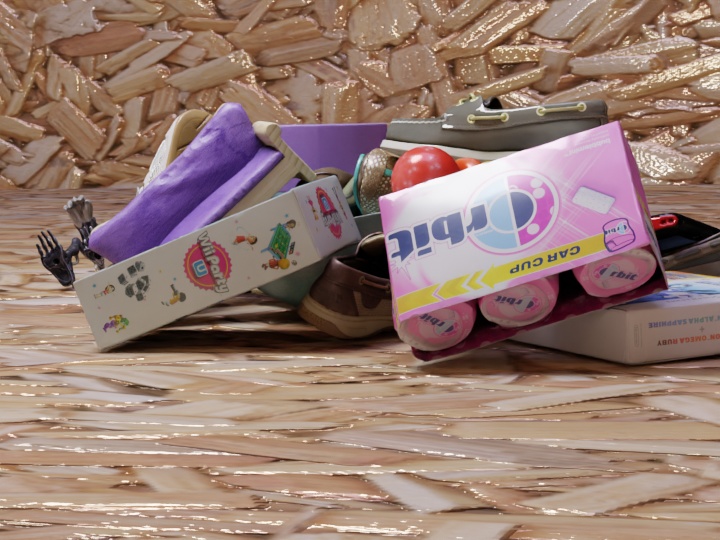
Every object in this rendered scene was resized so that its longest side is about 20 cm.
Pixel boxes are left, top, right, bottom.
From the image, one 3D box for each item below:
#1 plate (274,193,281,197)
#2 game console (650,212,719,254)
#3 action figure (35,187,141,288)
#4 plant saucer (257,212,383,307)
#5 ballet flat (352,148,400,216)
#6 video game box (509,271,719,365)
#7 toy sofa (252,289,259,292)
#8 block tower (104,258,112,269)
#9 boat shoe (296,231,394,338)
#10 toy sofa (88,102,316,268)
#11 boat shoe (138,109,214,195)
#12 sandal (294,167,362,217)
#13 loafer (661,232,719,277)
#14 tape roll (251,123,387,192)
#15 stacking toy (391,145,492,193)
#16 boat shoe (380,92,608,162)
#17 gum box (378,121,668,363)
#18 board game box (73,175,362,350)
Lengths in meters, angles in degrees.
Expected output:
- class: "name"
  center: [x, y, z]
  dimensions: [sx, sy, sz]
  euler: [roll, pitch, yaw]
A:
- class: "plate"
  center: [-0.035, -0.029, 2.004]
  dimensions: [0.200, 0.026, 0.200]
  euler: [23, 21, -9]
- class: "game console"
  center: [0.243, -0.020, 1.868]
  dimensions: [0.177, 0.031, 0.200]
  euler: [-10, -7, 21]
- class: "action figure"
  center: [-0.261, -0.038, 2.103]
  dimensions: [0.119, 0.102, 0.200]
  euler: [-12, 3, 19]
- class: "plant saucer"
  center: [0.000, 0.000, 1.734]
  dimensions: [0.201, 0.039, 0.201]
  euler: [-12, -16, -3]
- class: "ballet flat"
  center: [0.035, -0.052, 1.743]
  dimensions: [0.065, 0.071, 0.200]
  euler: [12, -11, 9]
- class: "video game box"
  center: [0.227, 0.034, 1.517]
  dimensions: [0.182, 0.047, 0.200]
  euler: [-2, 6, -27]
- class: "toy sofa"
  center: [-0.013, -0.025, 1.887]
  dimensions: [0.200, 0.083, 0.098]
  euler: [-3, -5, -28]
- class: "block tower"
  center: [-0.166, -0.001, 1.923]
  dimensions: [0.058, 0.054, 0.200]
  euler: [1, 6, 35]
- class: "boat shoe"
  center: [0.023, 0.005, 1.608]
  dimensions: [0.072, 0.072, 0.200]
  euler: [30, 20, 28]
- class: "toy sofa"
  center: [-0.144, -0.054, 1.729]
  dimensions: [0.200, 0.098, 0.083]
  euler: [-44, 12, -4]
- class: "boat shoe"
  center: [-0.177, -0.049, 1.822]
  dimensions: [0.071, 0.200, 0.069]
  euler: [24, -19, -22]
- class: "sandal"
  center: [-0.029, -0.063, 1.783]
  dimensions: [0.057, 0.080, 0.201]
  euler: [39, 43, 13]
- class: "loafer"
  center: [0.267, -0.004, 1.787]
  dimensions: [0.200, 0.063, 0.072]
  euler: [-4, 8, -26]
- class: "tape roll"
  center: [-0.073, -0.112, 1.922]
  dimensions: [0.200, 0.066, 0.200]
  euler: [-1, 5, 0]
- class: "stacking toy"
  center: [0.112, -0.056, 1.530]
  dimensions: [0.200, 0.086, 0.085]
  euler: [16, -4, -31]
- class: "boat shoe"
  center: [0.111, -0.114, 1.614]
  dimensions: [0.201, 0.060, 0.072]
  euler: [5, -3, 29]
- class: "gum box"
  center: [0.112, -0.019, 1.425]
  dimensions: [0.200, 0.114, 0.066]
  euler: [-17, -37, 13]
- class: "board game box"
  center: [-0.113, -0.007, 1.590]
  dimensions: [0.200, 0.064, 0.148]
  euler: [-22, 1, 14]
